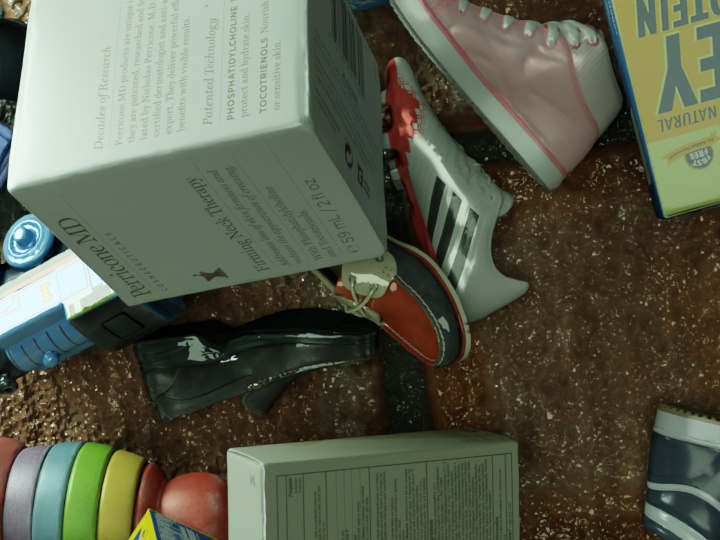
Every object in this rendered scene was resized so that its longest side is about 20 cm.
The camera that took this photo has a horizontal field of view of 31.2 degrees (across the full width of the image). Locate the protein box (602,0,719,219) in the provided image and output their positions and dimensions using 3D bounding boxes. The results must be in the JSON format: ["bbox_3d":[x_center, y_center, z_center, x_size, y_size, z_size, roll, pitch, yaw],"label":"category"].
[{"bbox_3d":[0.236,-0.145,0.842,0.133,0.200,0.202,-14,89,12],"label":"protein box"}]

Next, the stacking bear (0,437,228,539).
[{"bbox_3d":[-0.188,0.189,0.991,0.197,0.114,0.123,4,58,1],"label":"stacking bear"}]

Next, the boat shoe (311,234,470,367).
[{"bbox_3d":[0.000,0.000,0.937,0.200,0.062,0.072,48,137,25],"label":"boat shoe"}]

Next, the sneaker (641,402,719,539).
[{"bbox_3d":[0.295,0.170,0.905,0.197,0.070,0.110,14,90,18],"label":"sneaker"}]

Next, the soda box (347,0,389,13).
[{"bbox_3d":[-0.045,-0.221,0.967,0.197,0.068,0.065,-14,89,12],"label":"soda box"}]

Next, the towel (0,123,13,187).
[{"bbox_3d":[-0.387,-0.099,1.071,0.199,0.024,0.146,33,100,11],"label":"towel"}]

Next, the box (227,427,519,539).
[{"bbox_3d":[0.010,0.167,0.912,0.197,0.078,0.097,0,91,-24],"label":"box"}]

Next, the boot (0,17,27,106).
[{"bbox_3d":[-0.244,-0.128,0.961,0.200,0.168,0.077,41,99,7],"label":"boot"}]

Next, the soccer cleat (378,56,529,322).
[{"bbox_3d":[0.067,-0.063,0.953,0.084,0.069,0.203,-15,92,3],"label":"soccer cleat"}]

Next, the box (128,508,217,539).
[{"bbox_3d":[-0.085,0.254,0.945,0.199,0.064,0.070,31,100,-23],"label":"box"}]

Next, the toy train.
[{"bbox_3d":[-0.233,0.018,0.991,0.198,0.087,0.115,-27,56,11],"label":"toy train"}]

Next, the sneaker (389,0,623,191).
[{"bbox_3d":[0.108,-0.162,0.919,0.105,0.075,0.200,-42,105,7],"label":"sneaker"}]

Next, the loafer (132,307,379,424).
[{"bbox_3d":[-0.076,0.074,0.988,0.197,0.073,0.073,-6,99,22],"label":"loafer"}]

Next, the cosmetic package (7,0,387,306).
[{"bbox_3d":[-0.099,-0.100,0.858,0.197,0.168,0.168,-11,60,15],"label":"cosmetic package"}]
